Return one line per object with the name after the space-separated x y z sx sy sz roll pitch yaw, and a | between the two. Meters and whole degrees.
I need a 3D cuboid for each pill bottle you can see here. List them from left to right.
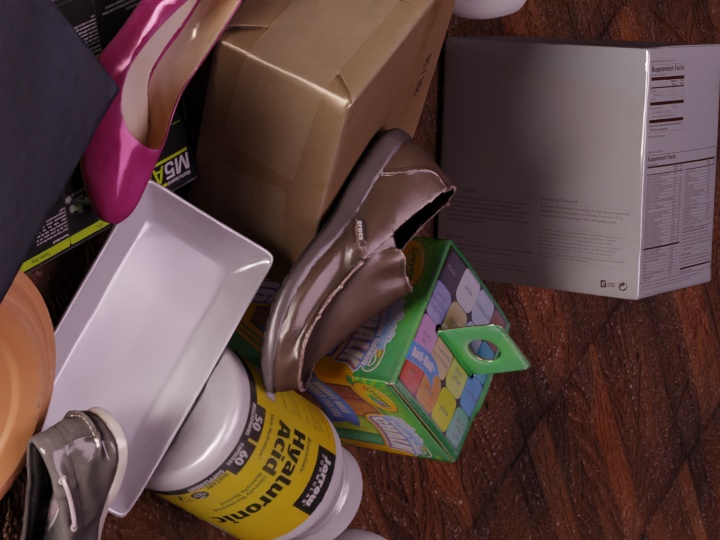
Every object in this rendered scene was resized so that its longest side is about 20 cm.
-0.081 0.127 1.499 0.200 0.111 0.111 38 65 -53 | pill bottle

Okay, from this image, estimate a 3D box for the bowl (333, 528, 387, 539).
0.013 0.280 1.625 0.201 0.090 0.201 46 35 -48 | bowl

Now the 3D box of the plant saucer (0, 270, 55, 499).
-0.254 0.083 1.262 0.200 0.032 0.201 -29 130 -41 | plant saucer

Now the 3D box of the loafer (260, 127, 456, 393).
0.000 0.000 1.435 0.200 0.071 0.073 -60 169 -10 | loafer

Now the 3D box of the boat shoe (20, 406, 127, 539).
-0.195 0.173 1.355 0.057 0.067 0.200 -14 130 -39 | boat shoe

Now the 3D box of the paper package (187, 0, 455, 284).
-0.026 -0.123 1.474 0.191 0.103 0.200 -54 167 -38 | paper package

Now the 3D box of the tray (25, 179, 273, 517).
-0.149 0.050 1.397 0.107 0.022 0.200 32 84 -23 | tray

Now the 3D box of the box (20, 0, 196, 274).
-0.189 -0.116 1.350 0.200 0.047 0.193 -36 127 -49 | box

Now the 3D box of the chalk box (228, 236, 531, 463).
0.022 0.055 1.559 0.124 0.200 0.124 52 54 -47 | chalk box

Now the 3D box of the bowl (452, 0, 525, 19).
0.044 -0.284 1.506 0.075 0.200 0.200 -27 146 -31 | bowl

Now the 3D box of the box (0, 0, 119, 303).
-0.264 -0.057 1.106 0.123 0.200 0.199 53 53 -46 | box

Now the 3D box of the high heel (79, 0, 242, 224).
-0.113 -0.125 1.335 0.067 0.096 0.200 30 69 -56 | high heel

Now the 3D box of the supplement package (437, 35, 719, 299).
0.181 -0.091 1.781 0.147 0.191 0.200 -11 106 -56 | supplement package
